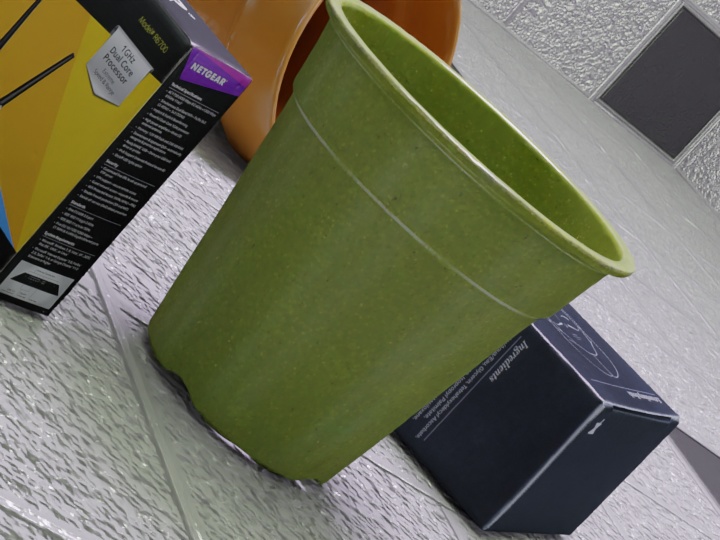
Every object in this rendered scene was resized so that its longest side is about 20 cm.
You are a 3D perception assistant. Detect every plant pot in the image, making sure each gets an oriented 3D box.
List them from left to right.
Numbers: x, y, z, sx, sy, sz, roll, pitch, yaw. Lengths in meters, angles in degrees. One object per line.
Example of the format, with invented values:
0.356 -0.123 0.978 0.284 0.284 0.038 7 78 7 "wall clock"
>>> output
-0.060 -0.180 1.495 0.183 0.200 0.200 32 6 30 "plant pot"
0.000 0.000 1.027 0.200 0.190 0.200 39 13 -11 "plant pot"

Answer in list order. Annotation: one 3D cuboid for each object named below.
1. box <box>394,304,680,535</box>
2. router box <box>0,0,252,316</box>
0.073 0.054 1.264 0.200 0.107 0.148 47 13 24 "box"
-0.158 -0.100 0.974 0.051 0.149 0.200 26 20 -53 "router box"
